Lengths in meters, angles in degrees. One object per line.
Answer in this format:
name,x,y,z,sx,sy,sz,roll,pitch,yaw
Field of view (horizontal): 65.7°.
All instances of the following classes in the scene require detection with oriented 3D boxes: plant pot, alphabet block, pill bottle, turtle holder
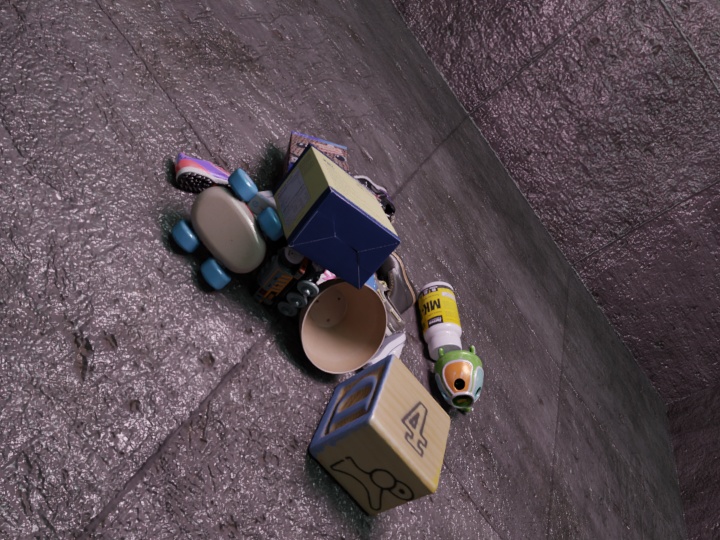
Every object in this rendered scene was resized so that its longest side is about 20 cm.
plant pot,-0.053,0.102,1.231,0.198,0.203,0.134,36,2,-27
alphabet block,0.044,0.333,1.137,0.201,0.193,0.198,48,35,-13
pill bottle,0.231,0.147,1.612,0.113,0.113,0.206,28,42,-36
turtle holder,0.266,0.307,1.526,0.135,0.189,0.135,7,48,-9

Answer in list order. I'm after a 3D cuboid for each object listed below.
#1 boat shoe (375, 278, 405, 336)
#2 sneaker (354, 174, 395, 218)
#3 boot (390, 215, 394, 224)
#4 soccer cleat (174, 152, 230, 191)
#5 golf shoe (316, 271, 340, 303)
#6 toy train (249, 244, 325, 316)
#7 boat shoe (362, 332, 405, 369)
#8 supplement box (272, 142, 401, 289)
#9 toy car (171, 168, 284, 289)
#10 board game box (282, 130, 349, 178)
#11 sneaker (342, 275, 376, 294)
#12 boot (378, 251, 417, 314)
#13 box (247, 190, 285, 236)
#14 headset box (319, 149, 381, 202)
boat shoe,0.052,0.067,1.469,0.207,0.059,0.072,64,9,14
sneaker,0.030,-0.195,1.511,0.197,0.076,0.088,8,39,-50
boot,0.022,-0.190,1.662,0.206,0.073,0.154,54,28,-5
soccer cleat,-0.314,-0.202,1.224,0.196,0.068,0.075,13,48,-45
golf shoe,-0.090,0.031,1.318,0.199,0.072,0.094,40,36,-25
toy train,-0.150,0.019,1.145,0.112,0.199,0.087,30,52,-16
boat shoe,0.062,0.216,1.383,0.198,0.072,0.068,-30,101,-54
supplement box,-0.053,-0.109,1.122,0.198,0.135,0.202,32,21,-36
toy car,-0.256,-0.088,1.155,0.179,0.183,0.200,51,4,-6
board game box,-0.114,-0.249,1.406,0.154,0.099,0.203,13,32,-13
sneaker,0.000,0.000,1.369,0.107,0.074,0.203,59,32,-29
boot,0.076,0.032,1.544,0.202,0.077,0.138,54,38,-4
box,-0.156,-0.105,1.278,0.197,0.042,0.156,37,10,-2
headset box,-0.057,-0.153,1.289,0.197,0.150,0.077,36,10,-14
